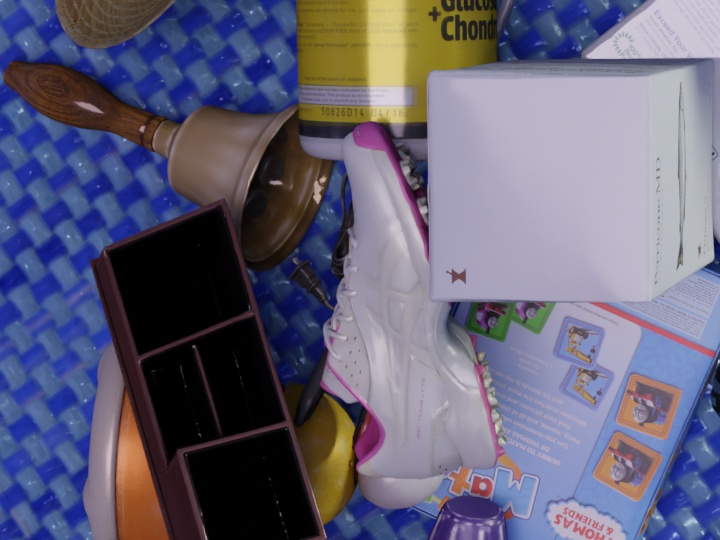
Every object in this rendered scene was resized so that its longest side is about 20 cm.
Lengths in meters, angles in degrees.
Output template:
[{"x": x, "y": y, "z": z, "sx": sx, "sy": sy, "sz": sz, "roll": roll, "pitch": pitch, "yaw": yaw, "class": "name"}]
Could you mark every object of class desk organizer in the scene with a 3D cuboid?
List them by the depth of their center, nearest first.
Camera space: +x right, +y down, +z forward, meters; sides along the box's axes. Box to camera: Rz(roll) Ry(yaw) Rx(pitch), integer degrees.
[{"x": -0.082, "y": 0.069, "z": 1.490, "sx": 0.072, "sy": 0.077, "sz": 0.200, "roll": -14, "pitch": 77, "yaw": -15, "class": "desk organizer"}]

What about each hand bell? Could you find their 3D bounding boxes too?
[{"x": -0.125, "y": -0.084, "z": 1.607, "sx": 0.200, "sy": 0.104, "sz": 0.104, "roll": 23, "pitch": 102, "yaw": 22, "class": "hand bell"}]

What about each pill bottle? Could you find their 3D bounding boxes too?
[{"x": 0.020, "y": -0.162, "z": 1.519, "sx": 0.112, "sy": 0.112, "sz": 0.200, "roll": 1, "pitch": 97, "yaw": 14, "class": "pill bottle"}]

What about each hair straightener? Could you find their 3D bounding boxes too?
[{"x": 0.000, "y": 0.000, "z": 1.557, "sx": 0.077, "sy": 0.041, "sz": 0.200, "roll": 21, "pitch": 70, "yaw": -1, "class": "hair straightener"}]

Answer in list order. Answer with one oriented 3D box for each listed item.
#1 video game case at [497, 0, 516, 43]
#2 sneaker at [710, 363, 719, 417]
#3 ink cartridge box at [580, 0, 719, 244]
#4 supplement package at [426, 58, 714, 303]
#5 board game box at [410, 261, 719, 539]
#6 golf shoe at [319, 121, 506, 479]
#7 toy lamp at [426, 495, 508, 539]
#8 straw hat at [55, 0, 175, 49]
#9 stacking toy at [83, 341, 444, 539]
[{"x": 0.045, "y": -0.231, "z": 1.572, "sx": 0.143, "sy": 0.017, "sz": 0.200, "roll": 25, "pitch": 101, "yaw": 10, "class": "video game case"}, {"x": 0.291, "y": 0.061, "z": 1.512, "sx": 0.200, "sy": 0.082, "sz": 0.073, "roll": -14, "pitch": 91, "yaw": 14, "class": "sneaker"}, {"x": 0.258, "y": -0.102, "z": 1.522, "sx": 0.200, "sy": 0.043, "sz": 0.196, "roll": -37, "pitch": 85, "yaw": 14, "class": "ink cartridge box"}, {"x": 0.114, "y": -0.051, "z": 1.442, "sx": 0.117, "sy": 0.200, "sz": 0.117, "roll": 2, "pitch": 97, "yaw": 17, "class": "supplement package"}, {"x": 0.116, "y": 0.067, "z": 1.579, "sx": 0.151, "sy": 0.037, "sz": 0.200, "roll": 24, "pitch": 101, "yaw": 11, "class": "board game box"}, {"x": 0.013, "y": 0.022, "z": 1.465, "sx": 0.091, "sy": 0.075, "sz": 0.200, "roll": -16, "pitch": 101, "yaw": 5, "class": "golf shoe"}, {"x": 0.052, "y": 0.226, "z": 1.587, "sx": 0.058, "sy": 0.058, "sz": 0.200, "roll": 12, "pitch": 112, "yaw": 12, "class": "toy lamp"}, {"x": -0.083, "y": -0.199, "z": 1.568, "sx": 0.085, "sy": 0.201, "sz": 0.201, "roll": 23, "pitch": 106, "yaw": -34, "class": "straw hat"}, {"x": -0.051, "y": 0.108, "z": 1.579, "sx": 0.200, "sy": 0.146, "sz": 0.146, "roll": 4, "pitch": 97, "yaw": 5, "class": "stacking toy"}]
